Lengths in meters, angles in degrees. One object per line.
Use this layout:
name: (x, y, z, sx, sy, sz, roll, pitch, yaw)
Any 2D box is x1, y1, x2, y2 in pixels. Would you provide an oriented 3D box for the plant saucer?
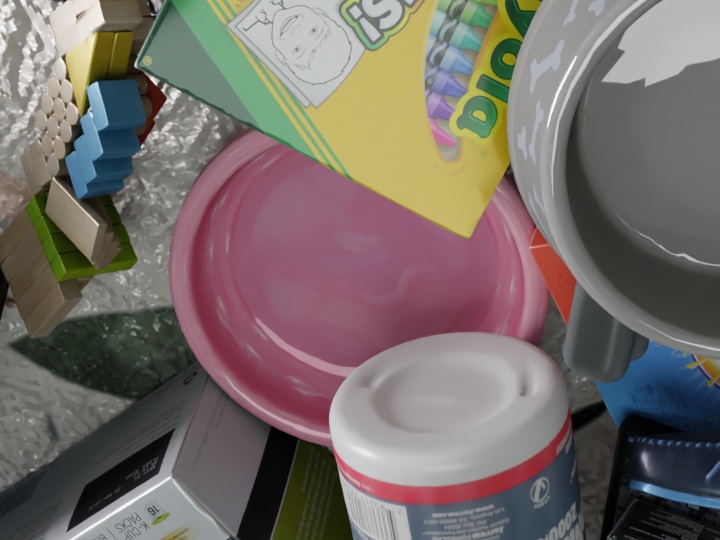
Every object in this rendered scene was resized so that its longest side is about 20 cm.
plant saucer: (0.000, 0.000, 0.815, 0.199, 0.051, 0.202, 3, 118, 6)

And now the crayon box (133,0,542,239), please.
crayon box: (0.019, -0.144, 0.699, 0.172, 0.058, 0.201, 27, 102, -6)

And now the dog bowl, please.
dog bowl: (0.158, -0.053, 0.616, 0.198, 0.059, 0.201, 2, 116, 4)

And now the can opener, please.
can opener: (0.116, -0.048, 0.690, 0.066, 0.053, 0.201, 16, 118, 28)

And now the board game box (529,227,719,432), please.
board game box: (0.202, 0.020, 0.751, 0.199, 0.040, 0.154, -10, 124, 33)

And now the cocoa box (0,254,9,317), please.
cocoa box: (-0.286, 0.073, 0.848, 0.133, 0.131, 0.201, 20, 120, -3)

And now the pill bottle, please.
pill bottle: (0.058, 0.145, 0.788, 0.119, 0.120, 0.201, -5, 117, 11)

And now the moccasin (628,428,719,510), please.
moccasin: (0.225, 0.079, 0.716, 0.198, 0.080, 0.069, 1, 91, 6)

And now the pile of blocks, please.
pile of blocks: (-0.128, -0.055, 0.791, 0.082, 0.062, 0.201, 44, 128, 32)

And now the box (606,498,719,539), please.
box: (0.211, 0.236, 0.785, 0.199, 0.047, 0.194, 19, 124, 24)

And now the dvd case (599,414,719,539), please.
dvd case: (0.190, 0.183, 0.814, 0.142, 0.018, 0.201, 19, 122, 25)

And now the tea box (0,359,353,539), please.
tea box: (-0.100, 0.189, 0.885, 0.199, 0.134, 0.197, -32, 109, 23)
